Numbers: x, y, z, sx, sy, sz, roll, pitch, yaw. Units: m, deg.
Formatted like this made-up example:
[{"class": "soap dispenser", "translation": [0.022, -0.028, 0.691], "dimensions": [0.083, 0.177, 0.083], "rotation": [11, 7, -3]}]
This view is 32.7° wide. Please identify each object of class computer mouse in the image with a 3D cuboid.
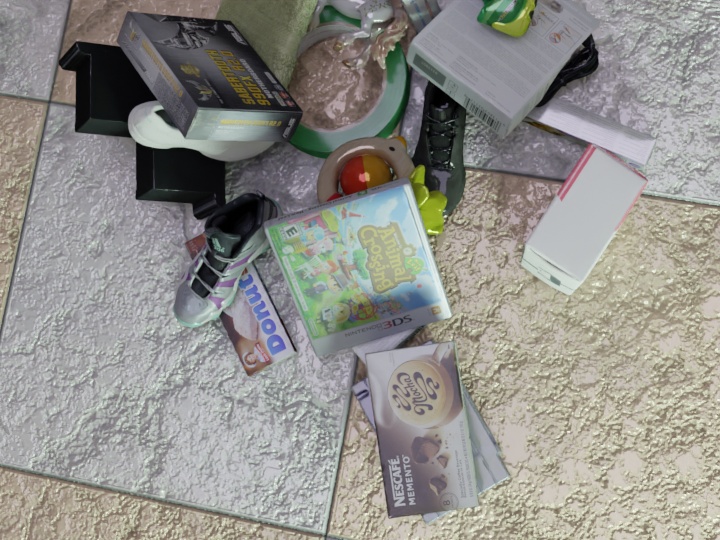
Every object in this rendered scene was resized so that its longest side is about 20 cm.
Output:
[{"class": "computer mouse", "translation": [0.218, -0.314, 1.582], "dimensions": [0.140, 0.046, 0.201], "rotation": [-28, 67, -11]}]

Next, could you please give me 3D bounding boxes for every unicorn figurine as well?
[{"class": "unicorn figurine", "translation": [-0.022, -0.353, 1.586], "dimensions": [0.200, 0.074, 0.138], "rotation": [37, 84, -2]}]

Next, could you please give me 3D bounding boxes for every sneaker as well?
[{"class": "sneaker", "translation": [-0.182, -0.022, 1.548], "dimensions": [0.078, 0.140, 0.201], "rotation": [33, 86, 11]}, {"class": "sneaker", "translation": [0.179, -0.386, 1.523], "dimensions": [0.083, 0.074, 0.201], "rotation": [9, 64, -8]}, {"class": "sneaker", "translation": [-0.183, -0.182, 1.535], "dimensions": [0.199, 0.088, 0.076], "rotation": [-2, 84, -28]}, {"class": "sneaker", "translation": [0.101, -0.171, 1.573], "dimensions": [0.075, 0.091, 0.202], "rotation": [2, 84, 5]}]

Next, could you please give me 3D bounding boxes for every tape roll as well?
[{"class": "tape roll", "translation": [-0.034, -0.250, 1.626], "dimensions": [0.199, 0.048, 0.202], "rotation": [-1, 83, 9]}]

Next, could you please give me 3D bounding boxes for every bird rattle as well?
[{"class": "bird rattle", "translation": [0.006, -0.088, 1.548], "dimensions": [0.199, 0.113, 0.164], "rotation": [-14, 66, 16]}]

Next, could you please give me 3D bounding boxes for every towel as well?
[{"class": "towel", "translation": [-0.128, -0.330, 1.599], "dimensions": [0.200, 0.036, 0.149], "rotation": [41, 116, 46]}]

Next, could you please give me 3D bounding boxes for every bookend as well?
[{"class": "bookend", "translation": [-0.281, -0.177, 1.585], "dimensions": [0.198, 0.092, 0.202], "rotation": [2, 82, -28]}]

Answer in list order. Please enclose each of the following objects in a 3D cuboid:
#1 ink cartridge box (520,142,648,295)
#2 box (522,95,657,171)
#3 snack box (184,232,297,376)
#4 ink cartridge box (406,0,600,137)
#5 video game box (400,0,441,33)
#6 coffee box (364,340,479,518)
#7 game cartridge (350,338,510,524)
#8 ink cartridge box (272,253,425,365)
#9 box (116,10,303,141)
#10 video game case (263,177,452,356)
[{"class": "ink cartridge box", "translation": [0.264, -0.056, 1.476], "dimensions": [0.085, 0.200, 0.146], "rotation": [33, 89, 6]}, {"class": "box", "translation": [0.279, -0.185, 1.572], "dimensions": [0.199, 0.039, 0.042], "rotation": [23, 87, 11]}, {"class": "snack box", "translation": [-0.158, 0.036, 1.621], "dimensions": [0.072, 0.024, 0.201], "rotation": [-28, 79, 3]}, {"class": "ink cartridge box", "translation": [0.180, -0.285, 1.542], "dimensions": [0.162, 0.057, 0.200], "rotation": [39, 62, 10]}, {"class": "video game box", "translation": [0.037, -0.421, 1.569], "dimensions": [0.047, 0.182, 0.201], "rotation": [-26, 79, 5]}, {"class": "coffee box", "translation": [0.076, 0.193, 1.497], "dimensions": [0.112, 0.080, 0.201], "rotation": [-8, 85, 5]}, {"class": "game cartridge", "translation": [0.090, 0.202, 1.557], "dimensions": [0.129, 0.038, 0.201], "rotation": [-29, 79, 0]}, {"class": "ink cartridge box", "translation": [-0.009, 0.020, 1.587], "dimensions": [0.109, 0.050, 0.200], "rotation": [-42, 77, 2]}, {"class": "box", "translation": [-0.185, -0.238, 1.503], "dimensions": [0.200, 0.158, 0.048], "rotation": [53, 128, 33]}, {"class": "video game case", "translation": [0.000, 0.000, 1.488], "dimensions": [0.181, 0.022, 0.201], "rotation": [-17, 121, 6]}]
